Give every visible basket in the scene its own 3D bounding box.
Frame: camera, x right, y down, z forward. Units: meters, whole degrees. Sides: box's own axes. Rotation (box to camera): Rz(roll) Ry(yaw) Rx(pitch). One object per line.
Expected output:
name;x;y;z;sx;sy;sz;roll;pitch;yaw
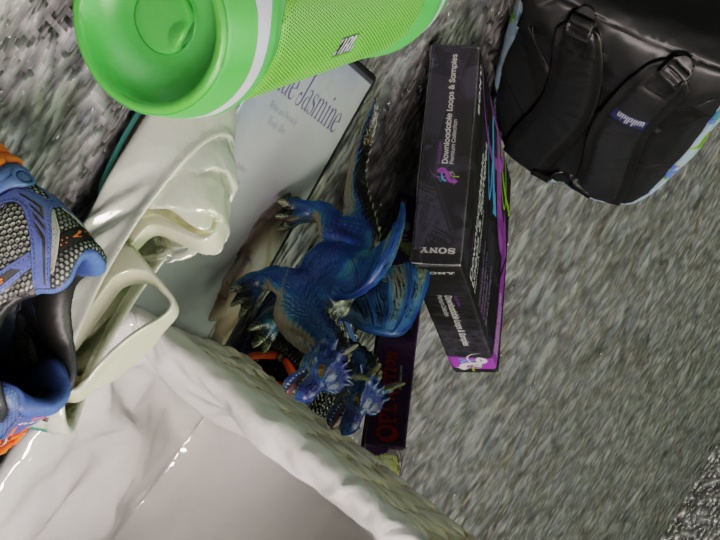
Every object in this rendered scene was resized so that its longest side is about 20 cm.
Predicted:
basket;-0.075;0.156;0.946;0.200;0.198;0.161;-54;163;2

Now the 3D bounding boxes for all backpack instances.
backpack;0.164;-0.125;1.251;0.200;0.163;0.154;107;7;-49

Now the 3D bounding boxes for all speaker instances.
speaker;-0.035;-0.121;0.827;0.200;0.088;0.089;-29;144;-57

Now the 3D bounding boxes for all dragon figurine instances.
dragon figurine;0.000;0.000;1.001;0.200;0.099;0.059;-58;143;-34

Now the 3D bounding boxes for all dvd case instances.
dvd case;-0.064;-0.034;0.998;0.200;0.018;0.143;-61;160;0

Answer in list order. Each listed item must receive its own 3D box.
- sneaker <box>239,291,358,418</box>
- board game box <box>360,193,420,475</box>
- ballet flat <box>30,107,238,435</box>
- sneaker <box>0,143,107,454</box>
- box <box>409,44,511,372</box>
sneaker;-0.059;0.097;1.095;0.078;0.075;0.200;-20;135;-57
board game box;0.019;0.064;1.197;0.120;0.032;0.200;92;4;-48
ballet flat;-0.099;-0.009;0.876;0.200;0.069;0.069;-56;160;-15
sneaker;-0.160;0.051;0.784;0.075;0.078;0.200;-28;142;-56
box;0.066;-0.033;1.211;0.200;0.036;0.143;61;32;-67
